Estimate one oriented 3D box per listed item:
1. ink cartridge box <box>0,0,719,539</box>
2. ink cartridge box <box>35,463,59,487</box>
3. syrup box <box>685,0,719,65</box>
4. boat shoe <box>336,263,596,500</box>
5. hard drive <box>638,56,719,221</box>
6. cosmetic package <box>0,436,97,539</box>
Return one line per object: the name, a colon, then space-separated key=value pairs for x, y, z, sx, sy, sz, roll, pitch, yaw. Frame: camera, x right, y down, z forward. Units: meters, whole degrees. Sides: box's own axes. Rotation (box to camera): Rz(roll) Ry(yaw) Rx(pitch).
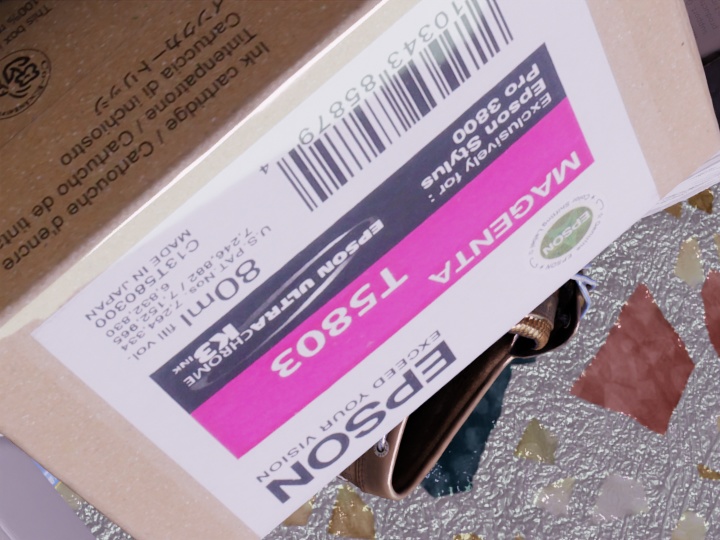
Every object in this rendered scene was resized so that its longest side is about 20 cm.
ink cartridge box: x=-0.013 y=-0.029 z=0.498 sx=0.200 sy=0.075 sz=0.165 roll=-41 pitch=148 yaw=-2
ink cartridge box: x=-0.182 y=0.083 z=0.950 sx=0.200 sy=0.076 sz=0.136 roll=-42 pitch=179 yaw=-12
syrup box: x=0.199 y=-0.154 z=0.808 sx=0.199 sy=0.082 sz=0.079 roll=-27 pitch=171 yaw=22
boat shoe: x=0.053 y=0.002 z=0.753 sx=0.072 sy=0.072 sz=0.201 roll=25 pitch=102 yaw=-52
hard drive: x=0.154 y=-0.062 z=0.852 sx=0.199 sy=0.038 sz=0.139 roll=-29 pitch=173 yaw=41
cosmetic package: x=-0.159 y=0.141 z=0.795 sx=0.107 sy=0.200 sz=0.090 roll=-37 pitch=177 yaw=7
